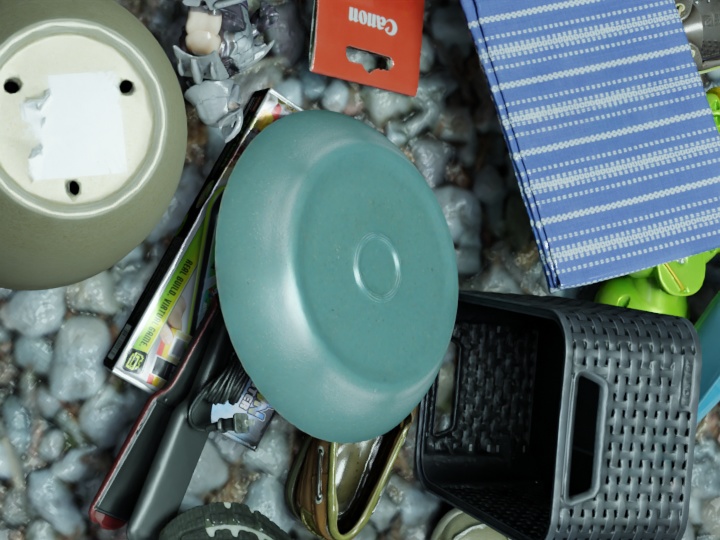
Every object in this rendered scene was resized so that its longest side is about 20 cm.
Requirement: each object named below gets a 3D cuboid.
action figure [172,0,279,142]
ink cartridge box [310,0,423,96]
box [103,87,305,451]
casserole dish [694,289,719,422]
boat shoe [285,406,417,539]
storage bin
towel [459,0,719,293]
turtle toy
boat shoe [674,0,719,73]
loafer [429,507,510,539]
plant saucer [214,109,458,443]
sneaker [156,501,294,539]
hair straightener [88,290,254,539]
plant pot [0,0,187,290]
[{"bbox_3d":[-0.078,-0.177,0.765,0.068,0.130,0.203,2,85,-9],"label":"action figure"},{"bbox_3d":[0.028,-0.218,0.806,0.108,0.050,0.203,4,92,-48],"label":"ink cartridge box"},{"bbox_3d":[-0.067,-0.001,0.822,0.109,0.035,0.202,31,83,-20],"label":"box"},{"bbox_3d":[0.260,0.038,0.885,0.039,0.201,0.121,42,50,18],"label":"casserole dish"},{"bbox_3d":[0.012,0.079,0.839,0.071,0.068,0.203,15,88,-20],"label":"boat shoe"},{"bbox_3d":[0.116,0.087,0.807,0.092,0.200,0.138,4,92,-21],"label":"storage bin"},{"bbox_3d":[0.151,-0.097,0.807,0.143,0.024,0.203,-14,82,-15],"label":"towel"},{"bbox_3d":[0.192,-0.037,0.877,0.144,0.101,0.203,-3,87,-18],"label":"turtle toy"},{"bbox_3d":[0.226,-0.170,0.907,0.197,0.059,0.073,-11,97,-19],"label":"boat shoe"},{"bbox_3d":[0.090,0.261,0.879,0.075,0.068,0.203,-8,96,-20],"label":"loafer"},{"bbox_3d":[0.000,0.000,0.770,0.198,0.036,0.203,12,73,-45],"label":"plant saucer"},{"bbox_3d":[-0.064,0.210,0.790,0.088,0.077,0.199,-37,135,16],"label":"sneaker"},{"bbox_3d":[-0.083,0.076,0.766,0.202,0.076,0.041,-60,142,-13],"label":"hair straightener"},{"bbox_3d":[-0.166,-0.076,0.693,0.184,0.200,0.191,-1,94,-21],"label":"plant pot"}]
